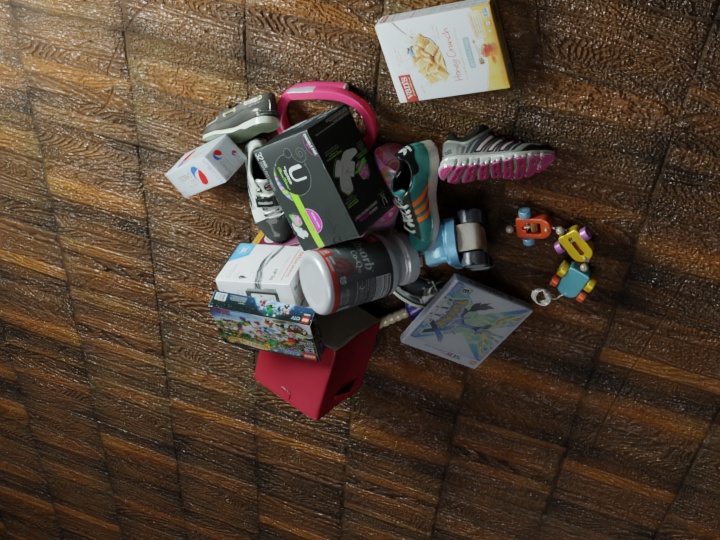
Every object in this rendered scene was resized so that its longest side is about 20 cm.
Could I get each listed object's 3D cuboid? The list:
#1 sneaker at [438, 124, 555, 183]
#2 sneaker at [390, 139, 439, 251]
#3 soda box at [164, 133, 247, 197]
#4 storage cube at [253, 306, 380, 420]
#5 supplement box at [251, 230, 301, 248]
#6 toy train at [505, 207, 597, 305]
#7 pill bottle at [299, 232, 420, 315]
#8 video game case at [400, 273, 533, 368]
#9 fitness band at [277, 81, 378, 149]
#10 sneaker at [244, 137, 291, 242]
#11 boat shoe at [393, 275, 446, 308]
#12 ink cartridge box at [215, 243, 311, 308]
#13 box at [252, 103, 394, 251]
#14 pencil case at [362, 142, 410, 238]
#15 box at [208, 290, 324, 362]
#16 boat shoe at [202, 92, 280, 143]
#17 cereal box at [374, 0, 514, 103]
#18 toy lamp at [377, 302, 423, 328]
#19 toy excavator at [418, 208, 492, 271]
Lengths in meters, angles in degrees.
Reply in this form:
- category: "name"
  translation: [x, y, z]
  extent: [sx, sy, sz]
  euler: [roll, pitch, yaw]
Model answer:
- category: "sneaker"
  translation: [0.226, -0.203, 1.550]
  extent: [0.197, 0.089, 0.074]
  euler: [-5, 155, 3]
- category: "sneaker"
  translation: [0.087, -0.122, 1.589]
  extent: [0.071, 0.079, 0.203]
  euler: [38, 136, 53]
- category: "soda box"
  translation: [-0.296, -0.196, 1.759]
  extent: [0.064, 0.068, 0.199]
  euler: [49, 153, -20]
- category: "storage cube"
  translation: [-0.091, 0.161, 1.894]
  extent: [0.199, 0.170, 0.181]
  euler: [32, 124, 22]
- category: "supplement box"
  translation: [-0.113, -0.048, 1.816]
  extent: [0.198, 0.111, 0.086]
  euler: [-11, 123, 31]
- category: "toy train"
  translation: [0.349, -0.033, 1.655]
  extent: [0.148, 0.056, 0.202]
  euler: [-1, 125, 28]
- category: "pill bottle"
  translation: [0.000, 0.000, 1.658]
  extent: [0.116, 0.198, 0.117]
  euler: [37, 136, 49]
- category: "video game case"
  translation: [0.203, 0.103, 1.785]
  extent: [0.181, 0.022, 0.200]
  euler: [21, 130, -22]
- category: "fitness band"
  translation: [-0.062, -0.268, 1.658]
  extent: [0.197, 0.038, 0.145]
  euler: [5, 133, 22]
- category: "sneaker"
  translation: [-0.177, -0.145, 1.725]
  extent: [0.073, 0.089, 0.203]
  euler: [-17, 100, -4]
- category: "boat shoe"
  translation: [0.148, 0.040, 1.794]
  extent: [0.198, 0.072, 0.068]
  euler: [22, 144, -7]
- category: "ink cartridge box"
  translation: [-0.154, 0.012, 1.728]
  extent: [0.197, 0.117, 0.068]
  euler: [3, 130, 22]
- category: "box"
  translation: [-0.062, -0.158, 1.604]
  extent: [0.147, 0.124, 0.202]
  euler: [-13, 110, 43]
- category: "pencil case"
  translation: [0.044, -0.140, 1.685]
  extent: [0.087, 0.088, 0.201]
  euler: [24, 134, 4]
- category: "box"
  translation: [-0.172, 0.105, 1.721]
  extent: [0.197, 0.038, 0.137]
  euler: [10, 147, 13]
- category: "boat shoe"
  translation: [-0.221, -0.278, 1.705]
  extent: [0.200, 0.071, 0.062]
  euler: [-7, 82, 44]
- category: "cereal box"
  translation: [0.135, -0.351, 1.485]
  extent: [0.198, 0.040, 0.145]
  euler: [-4, 126, 28]
- category: "toy lamp"
  translation: [0.072, 0.093, 1.891]
  extent: [0.199, 0.058, 0.058]
  euler: [-24, 116, 39]
- category: "toy excavator"
  translation: [0.140, -0.043, 1.690]
  extent: [0.197, 0.194, 0.101]
  euler: [-6, 83, 14]
